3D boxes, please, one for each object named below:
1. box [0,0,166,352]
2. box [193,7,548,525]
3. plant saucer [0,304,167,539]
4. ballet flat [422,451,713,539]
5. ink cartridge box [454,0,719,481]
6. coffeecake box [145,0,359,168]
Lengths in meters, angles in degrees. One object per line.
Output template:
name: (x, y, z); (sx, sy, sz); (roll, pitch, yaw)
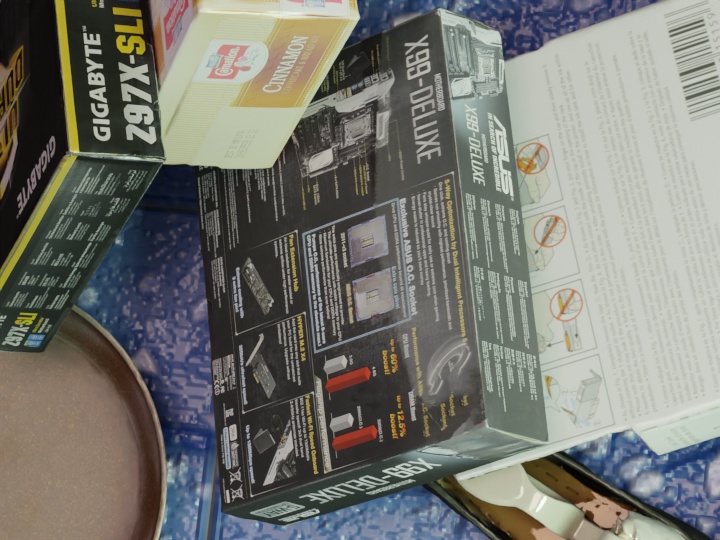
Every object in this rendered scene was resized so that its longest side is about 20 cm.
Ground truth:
box: (-0.147, -0.075, 1.284); (0.049, 0.200, 0.160); (4, 63, -22)
box: (0.000, 0.000, 1.274); (0.158, 0.050, 0.200); (-21, 66, 36)
plant saucer: (-0.185, 0.104, 1.366); (0.200, 0.032, 0.201); (-2, 83, 15)
ballet flat: (0.097, 0.123, 1.274); (0.200, 0.068, 0.068); (32, 91, 15)
ink cartridge box: (0.112, -0.012, 1.278); (0.173, 0.044, 0.200); (-19, 66, 17)
coffeecake box: (-0.062, -0.167, 1.246); (0.073, 0.154, 0.200); (1, 68, -17)
